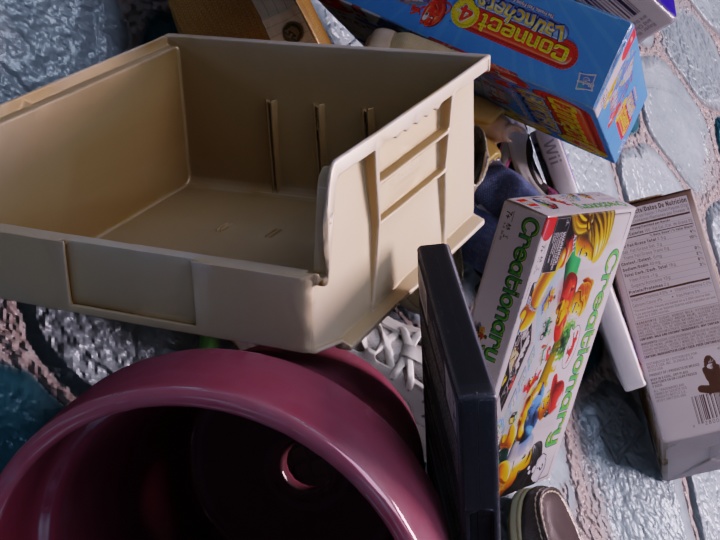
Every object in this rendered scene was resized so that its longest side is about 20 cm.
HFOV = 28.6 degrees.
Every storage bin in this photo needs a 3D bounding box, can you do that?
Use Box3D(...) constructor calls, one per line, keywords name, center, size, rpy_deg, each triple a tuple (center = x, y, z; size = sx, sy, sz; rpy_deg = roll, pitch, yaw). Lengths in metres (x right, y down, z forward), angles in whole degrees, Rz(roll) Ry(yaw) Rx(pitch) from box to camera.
Box3D(name="storage bin", center=(-0.063, -0.046, 0.705), size=(0.198, 0.199, 0.094), rpy_deg=(-40, 133, -56))

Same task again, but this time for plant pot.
Box3D(name="plant pot", center=(-0.048, 0.118, 0.646), size=(0.201, 0.199, 0.179), rpy_deg=(57, 18, -5))

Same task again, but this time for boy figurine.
Box3D(name="boy figurine", center=(0.050, -0.070, 0.972), size=(0.200, 0.124, 0.064), rpy_deg=(46, 6, 21))

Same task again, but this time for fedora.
Box3D(name="fedora", center=(-0.068, -0.147, 0.862), size=(0.201, 0.081, 0.201), rpy_deg=(63, 1, -2))

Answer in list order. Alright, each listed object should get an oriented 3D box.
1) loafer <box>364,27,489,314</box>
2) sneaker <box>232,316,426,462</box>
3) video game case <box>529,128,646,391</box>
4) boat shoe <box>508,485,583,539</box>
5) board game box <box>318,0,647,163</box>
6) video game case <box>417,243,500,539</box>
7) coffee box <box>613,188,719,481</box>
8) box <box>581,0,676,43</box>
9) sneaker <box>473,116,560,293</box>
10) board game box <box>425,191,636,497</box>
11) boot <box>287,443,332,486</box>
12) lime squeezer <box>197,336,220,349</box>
Box3D(name="loafer", center=(0.044, -0.053, 0.858), size=(0.076, 0.068, 0.201), rpy_deg=(-67, 153, -44))
Box3D(name="sneaker", center=(0.009, 0.044, 0.799), size=(0.200, 0.092, 0.076), rpy_deg=(42, 58, -36))
Box3D(name="video game case", center=(0.172, -0.014, 1.083), size=(0.143, 0.018, 0.201), rpy_deg=(-41, 111, -83))
Box3D(name="boat shoe", center=(0.155, 0.232, 0.922), size=(0.073, 0.065, 0.201), rpy_deg=(3, 63, -51))
Box3D(name="board game box", center=(0.084, -0.148, 0.922), size=(0.195, 0.056, 0.200), rpy_deg=(26, 2, 15))
Box3D(name="video game case", center=(0.045, 0.108, 0.645), size=(0.143, 0.019, 0.201), rpy_deg=(-100, -175, -64))
Box3D(name="coffee box", center=(0.254, 0.052, 1.133), size=(0.114, 0.079, 0.201), rpy_deg=(65, 13, -64))
Box3D(name="box", center=(0.148, -0.254, 1.157), size=(0.105, 0.183, 0.201), rpy_deg=(31, 44, -35))
Box3D(name="sneaker", center=(0.090, -0.060, 1.039), size=(0.201, 0.086, 0.081), rpy_deg=(-113, -172, -45))
Box3D(name="board game box", center=(0.108, 0.050, 0.906), size=(0.034, 0.201, 0.126), rpy_deg=(25, 19, 31))
Box3D(name="boot", center=(0.013, 0.149, 0.808), size=(0.131, 0.069, 0.201), rpy_deg=(-17, 91, -59))
Box3D(name="lime squeezer", center=(-0.057, 0.017, 0.824), size=(0.071, 0.038, 0.200), rpy_deg=(57, 32, -1))
